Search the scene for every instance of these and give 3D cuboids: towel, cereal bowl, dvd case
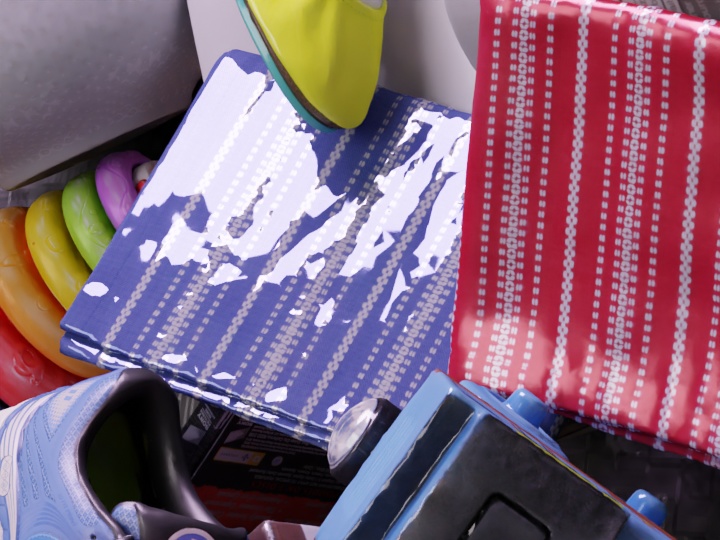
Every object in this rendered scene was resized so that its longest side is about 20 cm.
[{"bbox_3d":[0.000,0.000,0.911,0.200,0.024,0.145,19,68,25],"label":"towel"},{"bbox_3d":[-0.137,-0.092,1.133,0.200,0.200,0.083,-23,92,40],"label":"cereal bowl"},{"bbox_3d":[-0.055,0.132,1.000,0.200,0.146,0.022,-56,50,19],"label":"dvd case"},{"bbox_3d":[0.114,-0.005,0.784,0.200,0.022,0.145,16,110,34],"label":"towel"}]

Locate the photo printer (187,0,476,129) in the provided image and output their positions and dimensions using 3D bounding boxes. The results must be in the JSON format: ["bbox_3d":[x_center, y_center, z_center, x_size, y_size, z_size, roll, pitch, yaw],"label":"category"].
[{"bbox_3d":[0.014,-0.097,1.005,0.200,0.069,0.167,-9,93,52],"label":"photo printer"}]

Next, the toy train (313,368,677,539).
[{"bbox_3d":[0.075,0.109,0.783,0.087,0.200,0.114,-53,4,2],"label":"toy train"}]

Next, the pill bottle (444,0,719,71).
[{"bbox_3d":[0.130,-0.113,0.826,0.200,0.114,0.114,-7,74,44],"label":"pill bottle"}]

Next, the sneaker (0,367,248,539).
[{"bbox_3d":[-0.084,0.121,0.844,0.089,0.078,0.200,-34,55,38],"label":"sneaker"}]

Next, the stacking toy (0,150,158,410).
[{"bbox_3d":[-0.109,-0.011,1.142,0.200,0.110,0.116,-37,51,19],"label":"stacking toy"}]

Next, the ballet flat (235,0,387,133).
[{"bbox_3d":[-0.025,-0.148,0.941,0.067,0.067,0.200,-35,59,23],"label":"ballet flat"}]

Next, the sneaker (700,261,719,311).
[{"bbox_3d":[0.197,-0.027,0.810,0.200,0.084,0.077,-34,66,9],"label":"sneaker"}]

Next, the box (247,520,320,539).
[{"bbox_3d":[-0.016,0.221,0.920,0.200,0.164,0.166,-41,52,30],"label":"box"}]

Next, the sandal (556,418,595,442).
[{"bbox_3d":[0.123,0.019,0.907,0.201,0.057,0.080,-14,69,25],"label":"sandal"}]
